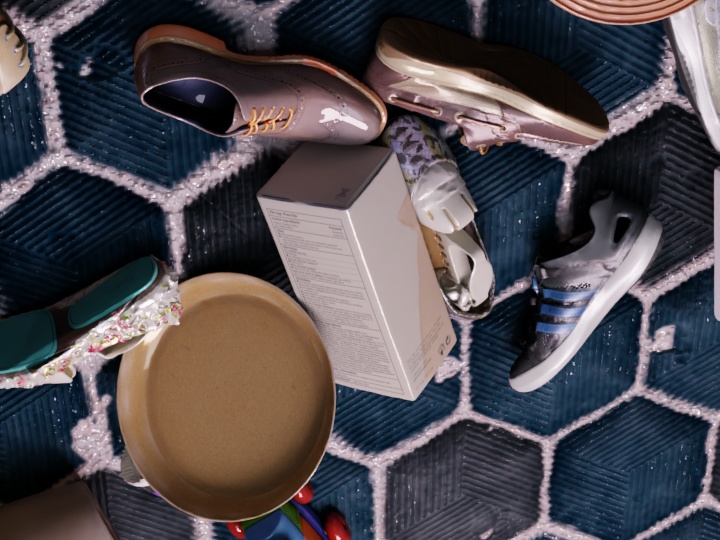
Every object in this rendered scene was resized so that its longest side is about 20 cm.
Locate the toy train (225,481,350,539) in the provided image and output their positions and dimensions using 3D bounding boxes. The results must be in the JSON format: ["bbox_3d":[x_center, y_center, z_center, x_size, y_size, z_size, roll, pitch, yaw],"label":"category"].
[{"bbox_3d":[-0.042,0.284,1.475,0.084,0.116,0.201,-29,125,10],"label":"toy train"}]

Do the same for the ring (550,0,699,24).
[{"bbox_3d":[0.195,-0.279,1.162,0.198,0.019,0.203,-2,107,-7],"label":"ring"}]

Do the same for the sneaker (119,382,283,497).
[{"bbox_3d":[-0.106,0.136,1.395,0.199,0.070,0.099,-35,132,16],"label":"sneaker"}]

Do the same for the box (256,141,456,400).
[{"bbox_3d":[0.000,0.000,1.287,0.094,0.078,0.201,12,136,34],"label":"box"}]

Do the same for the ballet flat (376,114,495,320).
[{"bbox_3d":[0.071,-0.037,1.302,0.071,0.072,0.202,-19,127,2],"label":"ballet flat"}]

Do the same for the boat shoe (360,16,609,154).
[{"bbox_3d":[0.095,-0.130,1.249,0.198,0.073,0.072,15,129,-17],"label":"boat shoe"}]

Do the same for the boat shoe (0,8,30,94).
[{"bbox_3d":[-0.275,-0.158,1.151,0.073,0.076,0.201,4,132,-21],"label":"boat shoe"}]

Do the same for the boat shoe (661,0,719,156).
[{"bbox_3d":[0.281,-0.167,1.258,0.064,0.075,0.203,-21,119,9],"label":"boat shoe"}]

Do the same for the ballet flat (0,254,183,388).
[{"bbox_3d":[-0.230,0.057,1.305,0.198,0.076,0.064,-24,133,8],"label":"ballet flat"}]

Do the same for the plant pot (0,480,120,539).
[{"bbox_3d":[-0.285,0.277,1.390,0.172,0.200,0.201,-31,127,-9],"label":"plant pot"}]

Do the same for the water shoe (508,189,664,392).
[{"bbox_3d":[0.176,0.015,1.378,0.079,0.072,0.201,37,115,-1],"label":"water shoe"}]

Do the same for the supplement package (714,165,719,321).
[{"bbox_3d":[0.406,-0.030,1.290,0.199,0.150,0.153,-27,130,-22],"label":"supplement package"}]

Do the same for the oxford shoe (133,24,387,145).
[{"bbox_3d":[-0.075,-0.120,1.203,0.198,0.073,0.072,12,130,-13],"label":"oxford shoe"}]

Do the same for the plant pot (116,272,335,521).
[{"bbox_3d":[-0.107,0.103,1.320,0.199,0.201,0.027,-39,166,16],"label":"plant pot"}]
